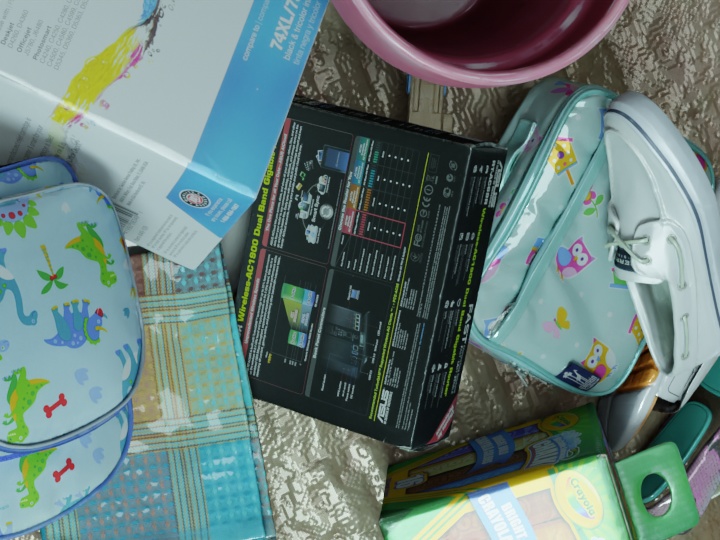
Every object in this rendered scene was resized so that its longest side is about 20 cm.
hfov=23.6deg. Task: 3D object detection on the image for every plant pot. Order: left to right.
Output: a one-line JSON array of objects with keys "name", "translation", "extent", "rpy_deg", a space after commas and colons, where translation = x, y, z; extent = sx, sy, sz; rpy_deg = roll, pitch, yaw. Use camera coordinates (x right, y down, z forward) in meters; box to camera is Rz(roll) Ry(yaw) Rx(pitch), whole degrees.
[{"name": "plant pot", "translation": [0.054, -0.212, 1.067], "extent": [0.198, 0.179, 0.203], "rpy_deg": [-1, 95, -14]}]

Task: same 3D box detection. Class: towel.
[{"name": "towel", "translation": [-0.140, 0.088, 1.095], "extent": [0.145, 0.022, 0.202], "rpy_deg": [-9, 78, -9]}]

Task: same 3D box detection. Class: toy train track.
[{"name": "toy train track", "translation": [0.042, -0.122, 1.181], "extent": [0.113, 0.033, 0.203], "rpy_deg": [4, 92, -11]}]

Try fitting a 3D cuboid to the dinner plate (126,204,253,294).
[{"name": "dinner plate", "translation": [-0.161, -0.043, 1.145], "extent": [0.198, 0.024, 0.203], "rpy_deg": [-1, 95, -13]}]

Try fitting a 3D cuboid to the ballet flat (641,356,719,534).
[{"name": "ballet flat", "translation": [0.266, 0.103, 1.244], "extent": [0.071, 0.069, 0.201], "rpy_deg": [33, 91, -32]}]

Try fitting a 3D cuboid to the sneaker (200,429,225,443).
[{"name": "sneaker", "translation": [-0.141, 0.180, 1.138], "extent": [0.074, 0.082, 0.202], "rpy_deg": [20, 90, -14]}]

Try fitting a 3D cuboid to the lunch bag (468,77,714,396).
[{"name": "lunch bag", "translation": [0.141, -0.020, 1.171], "extent": [0.160, 0.077, 0.202], "rpy_deg": [28, 88, -33]}]

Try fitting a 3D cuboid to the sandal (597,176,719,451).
[{"name": "sandal", "translation": [0.232, 0.038, 1.216], "extent": [0.059, 0.079, 0.208], "rpy_deg": [24, 87, -12]}]

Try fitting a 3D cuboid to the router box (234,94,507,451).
[{"name": "router box", "translation": [0.000, 0.000, 1.117], "extent": [0.149, 0.062, 0.202], "rpy_deg": [16, 100, 26]}]

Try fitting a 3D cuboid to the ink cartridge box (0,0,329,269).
[{"name": "ink cartridge box", "translation": [-0.149, -0.123, 1.052], "extent": [0.198, 0.147, 0.147], "rpy_deg": [25, 66, -13]}]

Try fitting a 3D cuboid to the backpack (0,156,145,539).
[{"name": "backpack", "translation": [-0.214, 0.049, 0.979], "extent": [0.182, 0.146, 0.202], "rpy_deg": [-21, 100, -43]}]

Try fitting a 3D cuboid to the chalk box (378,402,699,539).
[{"name": "chalk box", "translation": [0.125, 0.174, 1.153], "extent": [0.198, 0.124, 0.126], "rpy_deg": [-18, 99, 8]}]

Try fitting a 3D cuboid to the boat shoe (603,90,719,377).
[{"name": "boat shoe", "translation": [0.193, -0.016, 1.112], "extent": [0.066, 0.073, 0.201], "rpy_deg": [-35, 115, -15]}]
